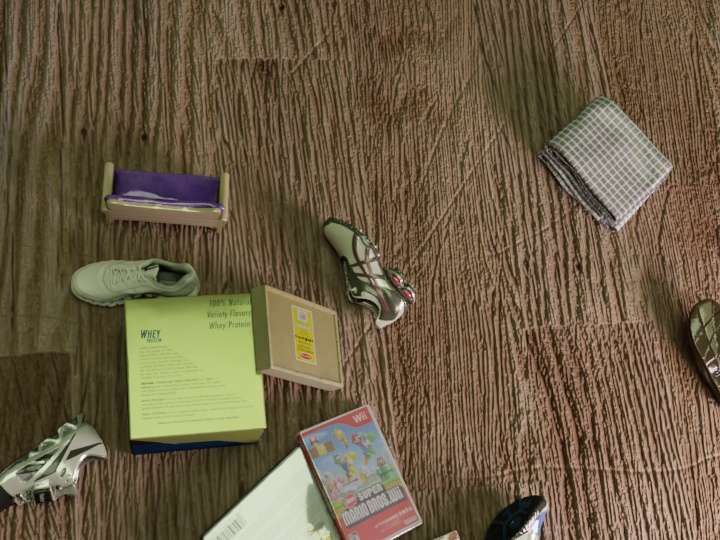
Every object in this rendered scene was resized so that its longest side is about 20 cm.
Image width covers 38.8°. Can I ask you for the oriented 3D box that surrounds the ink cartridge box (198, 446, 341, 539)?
[{"bbox_3d":[-0.110,0.394,1.516,0.199,0.044,0.174,-40,90,-22],"label":"ink cartridge box"}]

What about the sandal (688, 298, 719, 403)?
[{"bbox_3d":[0.613,0.150,1.762,0.081,0.055,0.203,-25,92,-13],"label":"sandal"}]

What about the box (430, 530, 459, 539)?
[{"bbox_3d":[0.061,0.446,1.538,0.197,0.042,0.039,-18,75,-19],"label":"box"}]

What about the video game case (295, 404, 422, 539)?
[{"bbox_3d":[-0.001,0.318,1.554,0.141,0.017,0.203,-16,74,-38],"label":"video game case"}]

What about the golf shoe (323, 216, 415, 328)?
[{"bbox_3d":[0.000,0.000,1.661,0.088,0.077,0.200,-42,84,-15],"label":"golf shoe"}]

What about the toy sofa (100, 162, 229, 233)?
[{"bbox_3d":[-0.308,-0.120,1.619,0.196,0.098,0.084,4,71,-10],"label":"toy sofa"}]

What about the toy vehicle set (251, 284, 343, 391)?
[{"bbox_3d":[-0.093,0.105,1.554,0.026,0.199,0.127,-16,68,27],"label":"toy vehicle set"}]

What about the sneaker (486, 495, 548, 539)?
[{"bbox_3d":[0.233,0.437,1.573,0.077,0.075,0.201,46,67,-18],"label":"sneaker"}]

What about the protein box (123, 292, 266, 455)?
[{"bbox_3d":[-0.248,0.154,1.517,0.194,0.135,0.204,-3,72,-13],"label":"protein box"}]

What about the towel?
[{"bbox_3d":[0.439,-0.192,1.819,0.165,0.086,0.200,-40,84,-21],"label":"towel"}]

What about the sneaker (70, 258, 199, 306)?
[{"bbox_3d":[-0.346,0.011,1.575,0.196,0.081,0.077,-1,73,-12],"label":"sneaker"}]

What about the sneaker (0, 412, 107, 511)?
[{"bbox_3d":[-0.450,0.299,1.455,0.199,0.074,0.089,-39,81,-21],"label":"sneaker"}]
